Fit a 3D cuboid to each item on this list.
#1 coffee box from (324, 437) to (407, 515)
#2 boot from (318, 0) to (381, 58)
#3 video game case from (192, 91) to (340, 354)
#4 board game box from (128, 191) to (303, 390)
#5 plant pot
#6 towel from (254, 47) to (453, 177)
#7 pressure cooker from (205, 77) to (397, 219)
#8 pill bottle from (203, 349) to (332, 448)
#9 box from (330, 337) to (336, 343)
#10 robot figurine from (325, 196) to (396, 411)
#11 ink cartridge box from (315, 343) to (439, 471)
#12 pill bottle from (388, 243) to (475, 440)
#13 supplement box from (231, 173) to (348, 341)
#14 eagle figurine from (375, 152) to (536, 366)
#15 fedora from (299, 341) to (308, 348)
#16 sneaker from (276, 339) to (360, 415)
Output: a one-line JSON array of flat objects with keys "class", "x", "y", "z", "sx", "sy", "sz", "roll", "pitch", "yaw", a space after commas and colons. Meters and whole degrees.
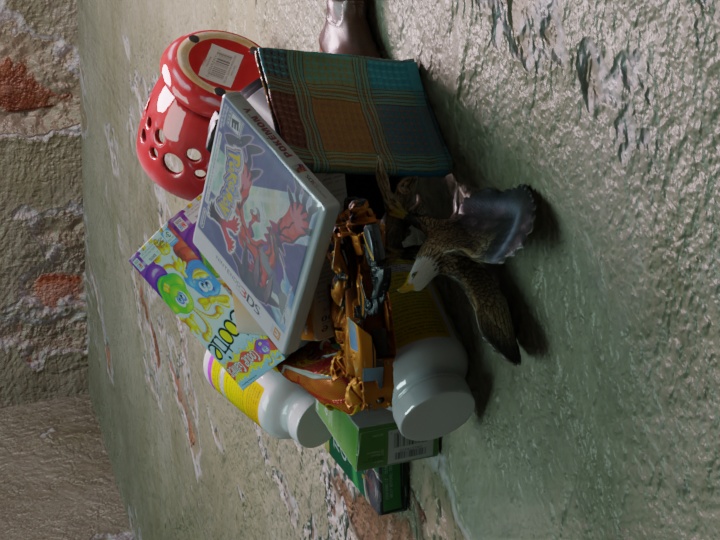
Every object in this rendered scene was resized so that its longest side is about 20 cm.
[{"class": "coffee box", "x": 0.004, "y": 0.213, "z": 1.797, "sx": 0.200, "sy": 0.044, "sz": 0.124, "roll": -136, "pitch": 42, "yaw": -61}, {"class": "boot", "x": -0.005, "y": -0.313, "z": 1.590, "sx": 0.186, "sy": 0.064, "sz": 0.201, "roll": -135, "pitch": 45, "yaw": -57}, {"class": "video game case", "x": -0.099, "y": -0.046, "z": 1.404, "sx": 0.182, "sy": 0.023, "sz": 0.201, "roll": 48, "pitch": 139, "yaw": 30}, {"class": "board game box", "x": -0.148, "y": 0.017, "z": 1.615, "sx": 0.200, "sy": 0.103, "sz": 0.105, "roll": 48, "pitch": 137, "yaw": -4}, {"class": "plant pot", "x": -0.204, "y": -0.222, "z": 1.993, "sx": 0.201, "sy": 0.199, "sz": 0.183, "roll": 67, "pitch": 148, "yaw": 35}, {"class": "towel", "x": -0.004, "y": -0.161, "z": 1.441, "sx": 0.022, "sy": 0.199, "sz": 0.147, "roll": -44, "pitch": 54, "yaw": 47}, {"class": "pressure cooker", "x": -0.074, "y": -0.134, "z": 1.638, "sx": 0.200, "sy": 0.178, "sz": 0.176, "roll": 44, "pitch": 170, "yaw": 46}, {"class": "pill bottle", "x": -0.112, "y": 0.152, "z": 1.842, "sx": 0.200, "sy": 0.104, "sz": 0.105, "roll": 34, "pitch": 131, "yaw": 43}, {"class": "box", "x": -0.080, "y": 0.067, "z": 1.935, "sx": 0.100, "sy": 0.074, "sz": 0.201, "roll": -145, "pitch": 51, "yaw": -64}, {"class": "robot figurine", "x": -0.003, "y": 0.028, "z": 1.381, "sx": 0.145, "sy": 0.058, "sz": 0.201, "roll": -127, "pitch": 30, "yaw": -67}, {"class": "ink cartridge box", "x": 0.009, "y": 0.154, "z": 1.669, "sx": 0.200, "sy": 0.103, "sz": 0.060, "roll": -132, "pitch": 38, "yaw": -57}, {"class": "pill bottle", "x": 0.048, "y": 0.077, "z": 1.510, "sx": 0.113, "sy": 0.112, "sz": 0.201, "roll": 104, "pitch": 151, "yaw": -47}, {"class": "supplement box", "x": -0.077, "y": -0.034, "z": 1.479, "sx": 0.126, "sy": 0.073, "sz": 0.201, "roll": 2, "pitch": 104, "yaw": 42}, {"class": "eagle figurine", "x": 0.099, "y": -0.011, "z": 1.359, "sx": 0.199, "sy": 0.152, "sz": 0.152, "roll": 21, "pitch": 167, "yaw": 36}, {"class": "fedora", "x": -0.079, "y": 0.044, "z": 1.769, "sx": 0.090, "sy": 0.200, "sz": 0.177, "roll": 37, "pitch": 178, "yaw": 6}, {"class": "sneaker", "x": -0.043, "y": 0.124, "z": 1.600, "sx": 0.077, "sy": 0.073, "sz": 0.200, "roll": 63, "pitch": 169, "yaw": -14}]
